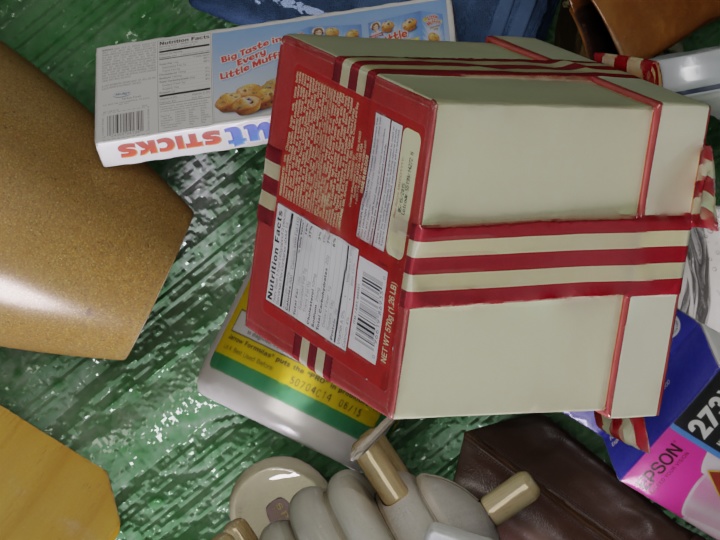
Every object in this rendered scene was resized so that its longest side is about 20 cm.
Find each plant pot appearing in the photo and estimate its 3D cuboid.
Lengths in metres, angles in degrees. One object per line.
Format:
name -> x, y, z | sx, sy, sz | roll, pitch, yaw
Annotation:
plant pot -> -0.201, -0.034, 1.548 | 0.199, 0.186, 0.187 | 26, 86, -7

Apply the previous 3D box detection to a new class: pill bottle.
pill bottle -> 0.000, 0.000, 1.538 | 0.112, 0.113, 0.201 | 25, 86, 9

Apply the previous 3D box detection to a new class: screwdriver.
screwdriver -> 0.035, 0.057, 1.475 | 0.028, 0.200, 0.029 | 16, 111, 18

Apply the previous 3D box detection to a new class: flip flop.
flip flop -> -0.005, 0.191, 1.540 | 0.081, 0.058, 0.201 | -33, 87, 2

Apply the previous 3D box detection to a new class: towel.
towel -> 0.009, -0.161, 1.576 | 0.199, 0.049, 0.112 | 20, 62, 5

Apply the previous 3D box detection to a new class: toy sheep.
toy sheep -> 0.006, 0.162, 1.456 | 0.199, 0.138, 0.138 | -34, 81, 9

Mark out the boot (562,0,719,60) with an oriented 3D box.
boot -> 0.163, -0.214, 1.528 | 0.199, 0.068, 0.189 | -22, 92, -30

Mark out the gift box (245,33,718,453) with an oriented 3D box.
gift box -> 0.071, -0.014, 1.394 | 0.186, 0.200, 0.186 | -1, 111, -31

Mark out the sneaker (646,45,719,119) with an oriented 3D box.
sneaker -> 0.228, -0.086, 1.495 | 0.073, 0.199, 0.071 | -6, 87, 48

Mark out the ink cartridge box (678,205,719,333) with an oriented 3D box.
ink cartridge box -> 0.167, 0.023, 1.539 | 0.199, 0.068, 0.117 | 4, 83, 7

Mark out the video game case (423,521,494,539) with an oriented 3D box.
video game case -> 0.101, 0.241, 1.394 | 0.199, 0.023, 0.183 | 18, 97, -1

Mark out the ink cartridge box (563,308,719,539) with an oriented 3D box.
ink cartridge box -> 0.210, 0.100, 1.490 | 0.199, 0.037, 0.095 | 32, 122, -8

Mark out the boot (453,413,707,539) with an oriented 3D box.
boot -> 0.109, 0.180, 1.494 | 0.200, 0.064, 0.186 | 35, 51, 13

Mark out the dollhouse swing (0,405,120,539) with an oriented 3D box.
dollhouse swing -> -0.256, 0.189, 1.578 | 0.199, 0.182, 0.176 | 30, 44, 9

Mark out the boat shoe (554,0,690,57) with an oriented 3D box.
boat shoe -> 0.148, -0.130, 1.555 | 0.066, 0.074, 0.201 | 20, 69, -12

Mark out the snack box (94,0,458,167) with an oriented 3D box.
snack box -> -0.045, -0.103, 1.508 | 0.199, 0.024, 0.072 | -8, 50, 5
